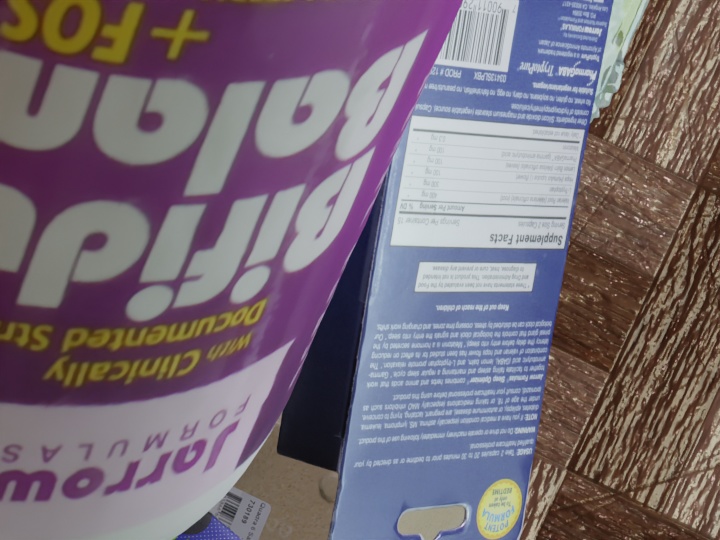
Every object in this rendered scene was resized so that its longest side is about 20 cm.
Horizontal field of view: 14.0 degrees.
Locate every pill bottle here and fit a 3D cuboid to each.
[{"bbox_3d":[-0.049,-0.030,0.376,0.112,0.112,0.201,-63,177,-52],"label":"pill bottle"}]

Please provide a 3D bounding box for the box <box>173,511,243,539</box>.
[{"bbox_3d":[-0.125,0.176,1.172,0.200,0.064,0.070,-49,173,-17],"label":"box"}]

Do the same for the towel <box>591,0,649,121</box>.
[{"bbox_3d":[0.051,-0.149,1.176,0.048,0.199,0.172,42,-63,44],"label":"towel"}]

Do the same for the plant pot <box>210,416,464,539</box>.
[{"bbox_3d":[-0.058,0.125,1.509,0.201,0.199,0.177,-64,166,7],"label":"plant pot"}]

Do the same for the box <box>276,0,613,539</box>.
[{"bbox_3d":[0.028,-0.002,0.987,0.121,0.032,0.201,1,99,-54],"label":"box"}]
